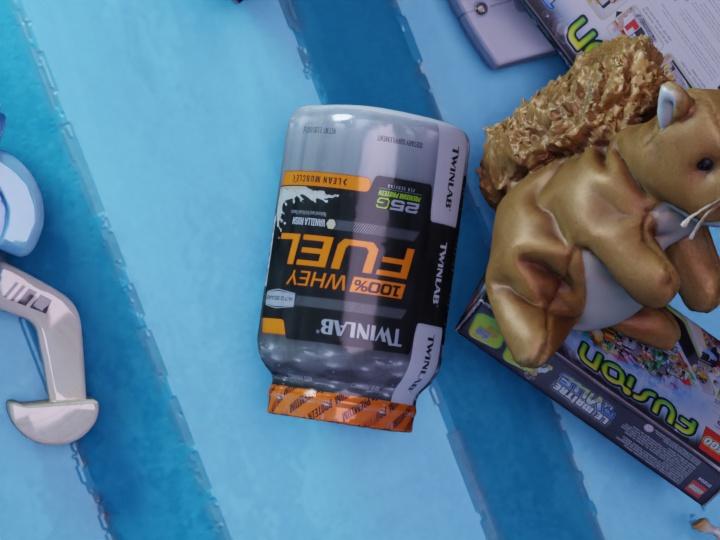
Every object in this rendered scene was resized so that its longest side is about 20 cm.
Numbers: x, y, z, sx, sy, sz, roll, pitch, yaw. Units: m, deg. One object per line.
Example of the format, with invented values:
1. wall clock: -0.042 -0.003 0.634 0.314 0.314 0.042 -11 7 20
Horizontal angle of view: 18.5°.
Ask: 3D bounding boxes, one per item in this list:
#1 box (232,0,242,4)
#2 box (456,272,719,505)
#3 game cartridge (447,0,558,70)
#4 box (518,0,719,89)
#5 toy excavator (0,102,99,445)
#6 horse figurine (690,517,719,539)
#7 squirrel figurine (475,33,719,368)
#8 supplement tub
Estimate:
1. box: -0.069 -0.315 1.423 0.200 0.117 0.197 -38 87 1
2. box: 0.167 0.055 1.449 0.200 0.035 0.110 35 42 -4
3. game cartridge: 0.108 -0.243 1.496 0.133 0.040 0.201 -15 89 -10
4. box: 0.180 -0.170 1.462 0.110 0.035 0.200 -39 110 2
5. toy excavator: -0.238 -0.006 1.425 0.199 0.100 0.195 22 86 -13
6. horse figurine: 0.289 0.201 1.482 0.200 0.050 0.133 -38 104 -13
7. squirrel figurine: 0.164 -0.064 1.371 0.141 0.187 0.201 2 52 -35
8. supplement tub: 0.000 0.000 1.428 0.122 0.123 0.201 8 86 -6
